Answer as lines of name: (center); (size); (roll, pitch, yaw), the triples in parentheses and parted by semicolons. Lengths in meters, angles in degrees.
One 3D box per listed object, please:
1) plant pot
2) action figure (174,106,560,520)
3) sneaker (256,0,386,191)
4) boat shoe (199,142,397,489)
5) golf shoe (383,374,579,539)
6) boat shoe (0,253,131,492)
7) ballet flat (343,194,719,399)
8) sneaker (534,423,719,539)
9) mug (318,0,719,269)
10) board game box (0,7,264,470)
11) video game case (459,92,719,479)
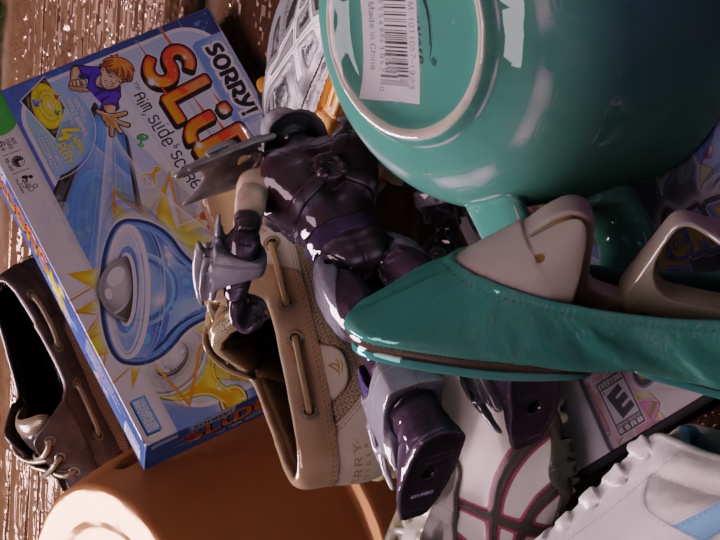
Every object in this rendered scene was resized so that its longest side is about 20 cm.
plant pot: (-0.067, 0.157, 1.059); (0.200, 0.140, 0.201); (14, 110, 45)
action figure: (0.000, 0.000, 0.885); (0.200, 0.130, 0.069); (57, 162, 35)
sneaker: (-0.001, -0.119, 0.962); (0.077, 0.078, 0.200); (54, 136, 31)
boat shoe: (-0.038, 0.015, 0.947); (0.200, 0.064, 0.071); (-122, 29, -42)
golf shoe: (0.047, 0.109, 0.933); (0.077, 0.088, 0.201); (16, 118, 63)
boat shoe: (-0.167, 0.087, 1.204); (0.074, 0.073, 0.201); (-19, 85, 49)
ballet flat: (0.095, 0.008, 0.787); (0.067, 0.199, 0.071); (-95, 14, -72)
sneaker: (0.119, 0.107, 0.862); (0.199, 0.076, 0.081); (-18, 83, 24)
mug: (0.064, -0.089, 0.824); (0.185, 0.114, 0.152); (56, 134, 23)
board game box: (-0.090, -0.019, 1.042); (0.200, 0.135, 0.034); (59, 162, 18)
video game case: (0.118, -0.032, 0.884); (0.200, 0.025, 0.181); (-39, 70, 47)
